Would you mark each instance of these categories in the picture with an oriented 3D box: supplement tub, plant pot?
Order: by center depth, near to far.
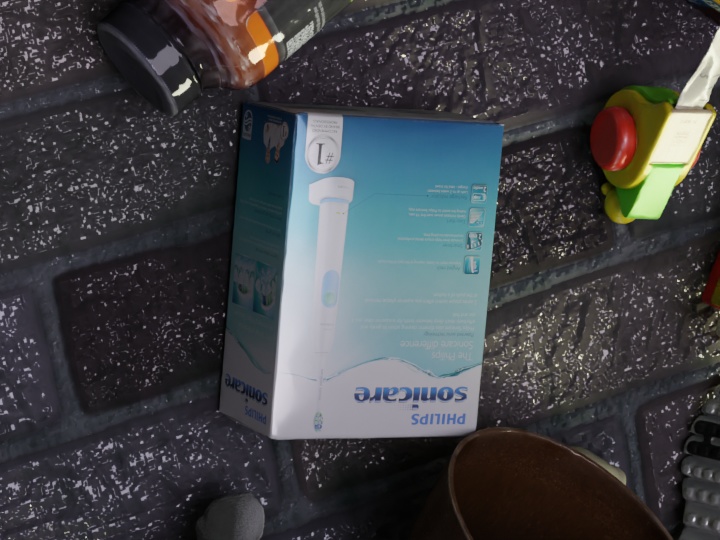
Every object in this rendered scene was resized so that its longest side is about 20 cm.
[{"bbox_3d":[-0.060,-0.181,1.429,0.200,0.107,0.107,-42,113,-14],"label":"supplement tub"},{"bbox_3d":[0.082,0.236,1.520,0.186,0.187,0.200,20,122,-26],"label":"plant pot"}]

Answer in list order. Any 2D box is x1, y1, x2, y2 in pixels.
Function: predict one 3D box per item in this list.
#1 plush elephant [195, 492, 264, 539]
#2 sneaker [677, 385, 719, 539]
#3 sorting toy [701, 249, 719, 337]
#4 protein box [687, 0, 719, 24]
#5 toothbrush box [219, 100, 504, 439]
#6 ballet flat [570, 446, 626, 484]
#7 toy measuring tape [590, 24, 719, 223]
[{"bbox_3d":[-0.079,0.263,1.470,0.164,0.200,0.155,-32,134,-15],"label":"plush elephant"},{"bbox_3d":[0.265,0.163,1.668,0.081,0.075,0.201,10,96,-40],"label":"sneaker"},{"bbox_3d":[0.345,-0.021,1.668,0.198,0.070,0.201,21,89,-27],"label":"sorting toy"},{"bbox_3d":[0.294,-0.260,1.531,0.135,0.200,0.199,31,85,-26],"label":"protein box"},{"bbox_3d":[0.000,0.000,1.499,0.146,0.085,0.201,0,98,-27],"label":"toothbrush box"},{"bbox_3d":[0.136,0.219,1.616,0.069,0.069,0.201,13,92,-26],"label":"ballet flat"},{"bbox_3d":[0.198,-0.116,1.559,0.073,0.074,0.201,1,131,-25],"label":"toy measuring tape"}]
